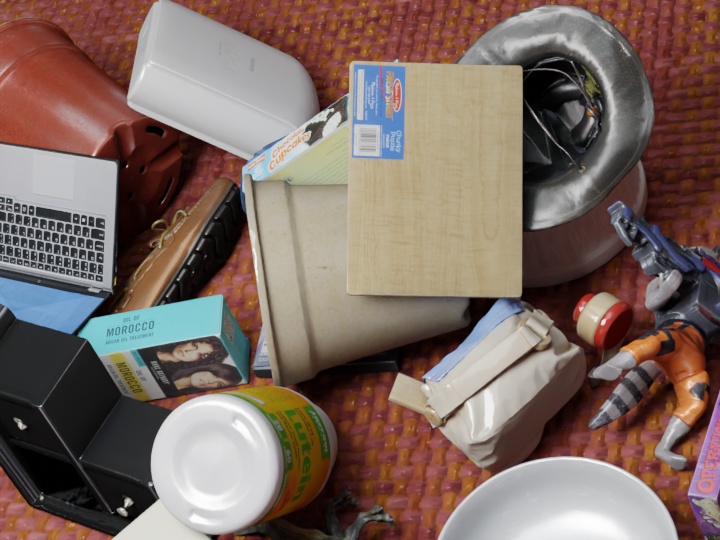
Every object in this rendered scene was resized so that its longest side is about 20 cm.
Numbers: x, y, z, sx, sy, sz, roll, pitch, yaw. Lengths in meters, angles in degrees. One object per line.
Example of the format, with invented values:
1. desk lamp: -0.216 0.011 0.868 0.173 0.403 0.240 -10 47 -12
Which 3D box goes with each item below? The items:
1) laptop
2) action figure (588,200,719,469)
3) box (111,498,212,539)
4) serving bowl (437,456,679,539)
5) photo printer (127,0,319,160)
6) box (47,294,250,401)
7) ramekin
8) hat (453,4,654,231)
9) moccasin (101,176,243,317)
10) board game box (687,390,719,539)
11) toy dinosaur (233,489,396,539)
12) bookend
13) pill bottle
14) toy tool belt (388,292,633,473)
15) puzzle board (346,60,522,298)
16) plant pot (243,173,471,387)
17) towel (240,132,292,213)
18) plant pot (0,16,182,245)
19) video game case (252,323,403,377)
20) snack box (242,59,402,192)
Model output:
1. laptop: -0.337 -0.014 1.735 0.187 0.201 0.116 10 11 35
2. action figure: 0.251 0.041 1.544 0.105 0.200 0.194 -32 18 53
3. box: -0.183 0.306 1.478 0.200 0.128 0.109 -40 49 -14
4. serving bowl: 0.159 0.248 1.439 0.199 0.066 0.201 -11 47 12
5. photo printer: -0.134 -0.186 1.860 0.199 0.070 0.167 24 29 -15
6. box: -0.211 0.082 1.718 0.199 0.082 0.049 -11 49 13
7. ramekin: 0.163 -0.092 1.710 0.199 0.105 0.201 -11 47 12
8. hat: 0.163 -0.131 1.603 0.200 0.081 0.202 -1 87 14
9. moccasin: -0.185 -0.012 1.804 0.077 0.074 0.202 23 71 26
10. board game box: 0.309 0.130 1.447 0.032 0.120 0.201 7 53 26
11. toy dinosaur: -0.021 0.231 1.541 0.200 0.048 0.088 29 72 41
12. bookend: -0.230 0.144 1.590 0.199 0.199 0.092 14 56 29
13. pill bottle: -0.087 0.154 1.521 0.110 0.200 0.112 0 90 17
14. toy tool belt: 0.127 0.070 1.571 0.123 0.125 0.200 35 68 30
15. puzzle board: 0.064 -0.077 1.550 0.150 0.017 0.201 1 84 -5
16. plant pot: 0.000 0.000 1.627 0.182 0.201 0.201 -8 47 -1
17. towel: -0.025 -0.119 1.788 0.199 0.112 0.049 -26 69 -15
18. plant pot: -0.302 -0.130 1.876 0.195 0.201 0.201 31 66 30
19. video game case: -0.018 0.015 1.746 0.142 0.019 0.201 -4 50 18
20. snack box: 0.000 -0.104 1.672 0.200 0.116 0.037 -31 43 32
